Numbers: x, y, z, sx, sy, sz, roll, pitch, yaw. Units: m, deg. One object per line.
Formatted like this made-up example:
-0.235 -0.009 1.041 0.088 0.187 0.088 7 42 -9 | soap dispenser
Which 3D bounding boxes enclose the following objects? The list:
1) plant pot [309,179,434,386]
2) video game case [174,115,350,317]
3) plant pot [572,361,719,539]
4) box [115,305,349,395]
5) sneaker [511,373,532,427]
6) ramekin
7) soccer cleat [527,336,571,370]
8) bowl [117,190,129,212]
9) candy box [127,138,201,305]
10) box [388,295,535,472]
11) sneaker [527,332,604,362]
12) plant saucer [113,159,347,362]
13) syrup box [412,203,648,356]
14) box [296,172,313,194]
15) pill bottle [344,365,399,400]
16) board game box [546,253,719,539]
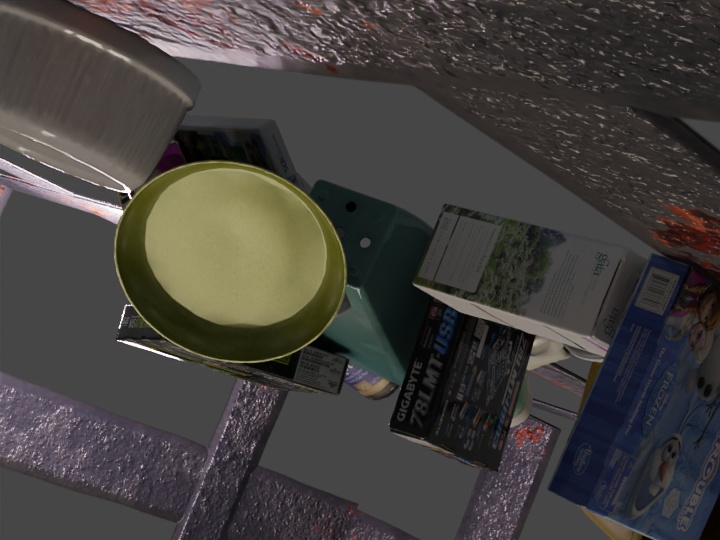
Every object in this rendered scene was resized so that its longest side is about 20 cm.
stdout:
0.000 0.000 1.460 0.140 0.142 0.200 20 163 19 | plant pot
-0.095 -0.053 1.335 0.200 0.022 0.183 13 129 60 | video game case
0.306 0.161 1.408 0.193 0.197 0.200 14 -174 -26 | plant pot
-0.137 0.082 1.532 0.199 0.048 0.193 19 173 -20 | box
0.115 0.077 1.615 0.201 0.073 0.118 63 -169 29 | sneaker
-0.239 -0.143 1.193 0.199 0.106 0.200 23 174 2 | ramekin
0.215 0.079 1.678 0.077 0.070 0.200 4 174 7 | soccer cleat
-0.161 -0.055 1.563 0.201 0.094 0.201 54 -162 -26 | bowl
-0.178 -0.055 1.377 0.200 0.061 0.137 -140 27 -76 | candy box
0.114 0.090 1.487 0.049 0.201 0.198 13 171 27 | box
0.216 0.043 1.397 0.070 0.074 0.200 8 -172 -28 | sneaker
-0.108 -0.011 1.243 0.199 0.201 0.031 23 -147 -6 | plant saucer
0.149 0.009 1.229 0.199 0.079 0.081 17 171 43 | syrup box
-0.065 -0.066 1.538 0.038 0.042 0.200 20 175 14 | box
-0.031 0.048 1.637 0.199 0.112 0.112 35 170 -20 | pill bottle
0.252 0.114 1.183 0.043 0.201 0.199 22 175 40 | board game box
